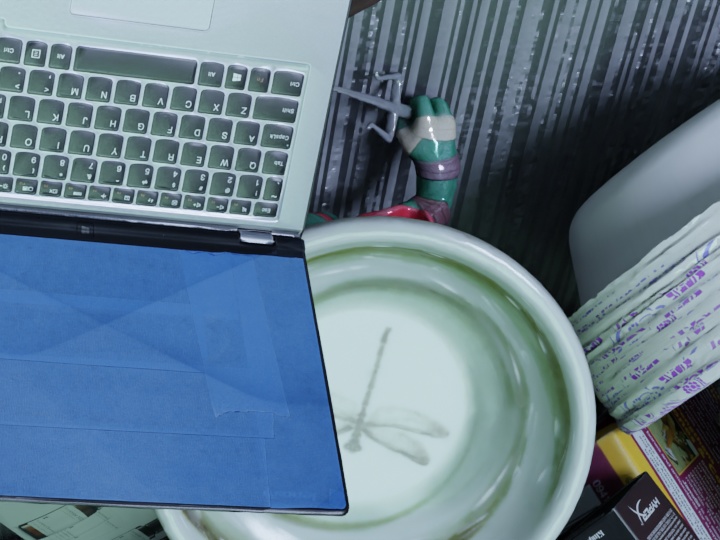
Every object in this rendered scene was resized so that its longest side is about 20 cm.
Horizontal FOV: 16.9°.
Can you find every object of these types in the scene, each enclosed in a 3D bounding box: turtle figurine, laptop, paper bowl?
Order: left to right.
[{"bbox_3d":[-0.087,-0.028,0.903,0.186,0.116,0.201,5,109,-23],"label":"laptop"},{"bbox_3d":[0.000,0.000,1.137,0.149,0.101,0.200,-29,145,15],"label":"turtle figurine"},{"bbox_3d":[0.177,-0.019,1.123,0.200,0.105,0.201,-35,174,-4],"label":"paper bowl"}]

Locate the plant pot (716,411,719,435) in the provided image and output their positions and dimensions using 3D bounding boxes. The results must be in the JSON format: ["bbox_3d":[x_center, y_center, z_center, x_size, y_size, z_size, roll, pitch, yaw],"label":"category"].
[{"bbox_3d":[0.290,0.088,1.183,0.181,0.200,0.200,-27,174,-2],"label":"plant pot"}]

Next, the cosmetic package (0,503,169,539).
[{"bbox_3d":[-0.150,0.095,1.229,0.082,0.051,0.200,-29,139,15],"label":"cosmetic package"}]

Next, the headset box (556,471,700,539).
[{"bbox_3d":[0.131,0.220,1.116,0.149,0.200,0.077,-41,176,21],"label":"headset box"}]

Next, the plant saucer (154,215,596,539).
[{"bbox_3d":[0.002,0.064,1.070,0.199,0.050,0.201,-2,113,-5],"label":"plant saucer"}]

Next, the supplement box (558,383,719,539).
[{"bbox_3d":[0.146,0.138,1.245,0.103,0.131,0.200,-34,175,22],"label":"supplement box"}]

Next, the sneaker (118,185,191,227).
[{"bbox_3d":[-0.089,-0.061,1.005,0.069,0.100,0.201,-6,126,-4],"label":"sneaker"}]

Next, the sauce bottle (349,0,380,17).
[{"bbox_3d":[0.008,-0.152,0.978,0.066,0.066,0.200,10,133,-28],"label":"sauce bottle"}]
